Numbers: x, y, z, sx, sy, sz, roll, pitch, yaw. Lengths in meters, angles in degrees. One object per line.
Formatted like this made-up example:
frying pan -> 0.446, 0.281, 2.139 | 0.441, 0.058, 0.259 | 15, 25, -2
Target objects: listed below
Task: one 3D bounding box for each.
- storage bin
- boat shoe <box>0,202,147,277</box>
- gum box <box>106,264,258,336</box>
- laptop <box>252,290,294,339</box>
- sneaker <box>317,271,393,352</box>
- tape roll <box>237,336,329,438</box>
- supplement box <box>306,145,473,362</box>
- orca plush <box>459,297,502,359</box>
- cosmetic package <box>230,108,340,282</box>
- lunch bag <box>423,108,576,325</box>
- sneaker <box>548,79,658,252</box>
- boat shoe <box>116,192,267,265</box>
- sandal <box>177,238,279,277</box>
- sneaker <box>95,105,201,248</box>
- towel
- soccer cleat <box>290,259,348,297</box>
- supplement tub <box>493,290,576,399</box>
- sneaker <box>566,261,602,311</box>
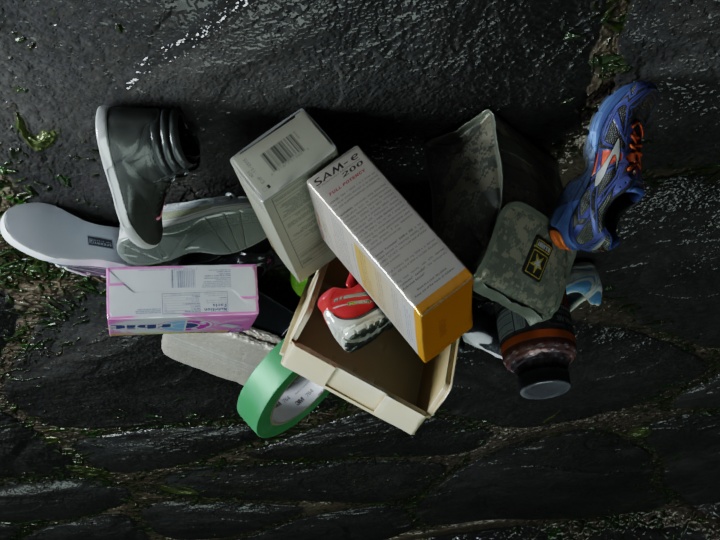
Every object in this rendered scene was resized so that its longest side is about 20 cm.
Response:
storage bin -> 0.017, 0.075, 1.247 | 0.198, 0.200, 0.094 | 29, 124, -8
boat shoe -> -0.357, -0.029, 1.236 | 0.198, 0.073, 0.067 | 10, 149, -42
gum box -> -0.224, 0.039, 1.277 | 0.196, 0.067, 0.114 | -1, 166, -13
laptop -> -0.132, 0.054, 1.497 | 0.198, 0.117, 0.187 | -23, 167, -36
sneaker -> 0.028, 0.018, 1.161 | 0.199, 0.085, 0.077 | -27, 164, -47
tape roll -> -0.093, 0.158, 1.471 | 0.200, 0.048, 0.201 | -41, 159, -19
supplement box -> 0.033, -0.017, 1.057 | 0.073, 0.201, 0.127 | -35, 156, -11
orca plush -> 0.187, 0.081, 1.458 | 0.104, 0.200, 0.072 | -16, 139, -37
cosmetic package -> -0.068, -0.080, 1.135 | 0.105, 0.071, 0.201 | -35, 154, -10
lunch bag -> 0.163, -0.051, 1.129 | 0.116, 0.203, 0.163 | -24, 147, 34
sneaker -> 0.280, -0.108, 1.077 | 0.078, 0.203, 0.075 | 25, -175, 40
boat shoe -> -0.200, -0.060, 1.216 | 0.198, 0.066, 0.075 | -13, 141, 4
sandal -> -0.158, -0.010, 1.323 | 0.198, 0.049, 0.075 | -21, 149, 29
sneaker -> -0.218, -0.097, 1.090 | 0.097, 0.072, 0.202 | -3, 139, 2
towel -> -0.207, 0.113, 1.492 | 0.197, 0.035, 0.133 | 20, 142, 4
soccer cleat -> 0.000, 0.000, 1.358 | 0.196, 0.068, 0.082 | -6, 141, 2
supplement tub -> 0.242, 0.072, 1.384 | 0.105, 0.203, 0.107 | -5, 154, -2
sneaker -> 0.270, 0.050, 1.491 | 0.198, 0.074, 0.071 | -25, 149, 36
